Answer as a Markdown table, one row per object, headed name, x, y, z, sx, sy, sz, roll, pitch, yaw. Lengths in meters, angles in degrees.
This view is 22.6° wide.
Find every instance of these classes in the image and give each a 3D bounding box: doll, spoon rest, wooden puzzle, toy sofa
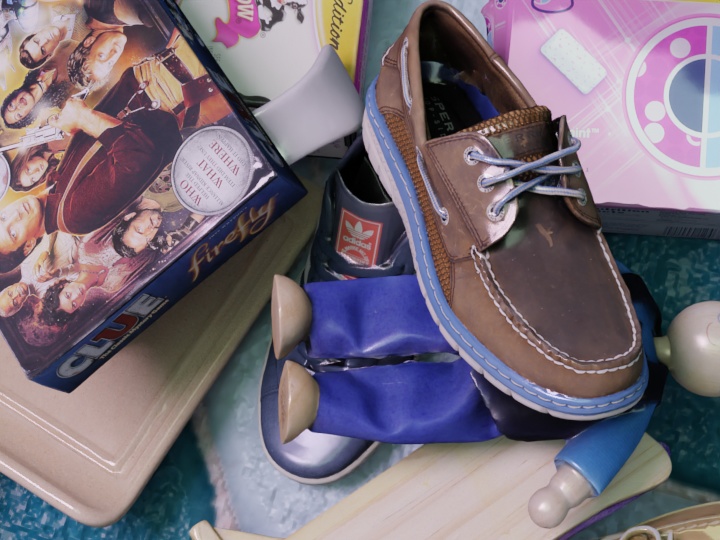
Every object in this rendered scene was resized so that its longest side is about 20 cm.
| name | x | y | z | sx | sy | sz | roll | pitch | yaw |
| --- | --- | --- | --- | --- | --- | --- | --- | --- | --- |
| doll | 0.066 | 0.040 | 0.739 | 0.199 | 0.049 | 0.137 | -3 | 60 | -7 |
| spoon rest | -0.094 | -0.035 | 0.798 | 0.199 | 0.061 | 0.100 | -27 | 101 | 11 |
| wooden puzzle | -0.139 | 0.000 | 0.867 | 0.184 | 0.037 | 0.200 | 30 | 71 | 13 |
| toy sofa | 0.033 | 0.107 | 0.784 | 0.200 | 0.083 | 0.098 | -34 | 73 | -11 |

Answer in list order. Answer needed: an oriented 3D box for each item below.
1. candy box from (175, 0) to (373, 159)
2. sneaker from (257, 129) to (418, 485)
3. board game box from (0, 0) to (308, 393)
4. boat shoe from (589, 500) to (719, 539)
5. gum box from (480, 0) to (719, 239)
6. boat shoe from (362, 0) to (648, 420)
| name | x | y | z | sx | sy | sz | roll | pitch | yaw |
| --- | --- | --- | --- | --- | --- | --- | --- | --- | --- |
| candy box | -0.094 | -0.133 | 0.864 | 0.199 | 0.061 | 0.137 | 4 | 72 | 3 |
| sneaker | 0.000 | 0.000 | 0.828 | 0.075 | 0.085 | 0.201 | 19 | 83 | 12 |
| board game box | -0.130 | -0.069 | 0.767 | 0.135 | 0.035 | 0.200 | -40 | 68 | 10 |
| boat shoe | 0.088 | 0.154 | 0.745 | 0.200 | 0.063 | 0.074 | -23 | 76 | 5 |
| gum box | 0.152 | -0.076 | 0.819 | 0.199 | 0.066 | 0.114 | 4 | 81 | 5 |
| boat shoe | 0.053 | -0.029 | 0.714 | 0.072 | 0.073 | 0.200 | -15 | 50 | -22 |
